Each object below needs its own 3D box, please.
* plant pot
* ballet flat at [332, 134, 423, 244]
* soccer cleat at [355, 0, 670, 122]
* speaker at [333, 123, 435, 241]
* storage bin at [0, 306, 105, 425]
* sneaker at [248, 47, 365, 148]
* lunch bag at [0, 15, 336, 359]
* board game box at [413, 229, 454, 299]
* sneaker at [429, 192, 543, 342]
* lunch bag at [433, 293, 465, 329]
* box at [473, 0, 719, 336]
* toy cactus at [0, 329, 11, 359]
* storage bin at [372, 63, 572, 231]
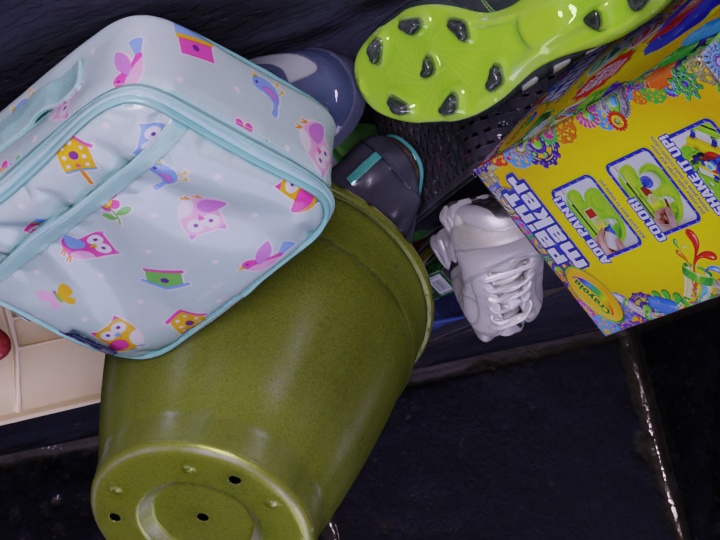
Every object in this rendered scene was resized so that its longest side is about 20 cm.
[{"bbox_3d":[-0.071,0.077,1.218,0.199,0.201,0.194,-19,-144,30],"label":"plant pot"},{"bbox_3d":[0.000,0.000,1.309,0.072,0.073,0.201,-13,140,-12],"label":"ballet flat"},{"bbox_3d":[0.088,-0.129,1.091,0.199,0.068,0.081,-20,-176,33],"label":"soccer cleat"},{"bbox_3d":[-0.012,-0.058,1.389,0.088,0.089,0.199,-19,172,30],"label":"speaker"},{"bbox_3d":[-0.240,0.040,1.446,0.197,0.095,0.199,-12,-172,-35],"label":"storage bin"},{"bbox_3d":[-0.096,-0.076,1.146,0.198,0.071,0.082,-18,170,11],"label":"sneaker"},{"bbox_3d":[-0.122,-0.037,1.084,0.160,0.078,0.200,26,134,-34],"label":"lunch bag"},{"bbox_3d":[0.083,-0.047,1.488,0.104,0.023,0.200,-22,-155,52],"label":"board game box"},{"bbox_3d":[0.089,-0.004,1.291,0.074,0.082,0.200,-12,171,-2],"label":"sneaker"},{"bbox_3d":[-0.011,-0.005,1.590,0.199,0.137,0.132,-9,172,-45],"label":"lunch bag"},{"bbox_3d":[0.200,-0.091,1.090,0.200,0.122,0.192,-47,-168,-33],"label":"box"},{"bbox_3d":[-0.250,-0.009,1.202,0.165,0.102,0.200,-40,132,-3],"label":"toy cactus"},{"bbox_3d":[0.097,-0.097,1.283,0.134,0.095,0.200,-13,172,-16],"label":"storage bin"}]
